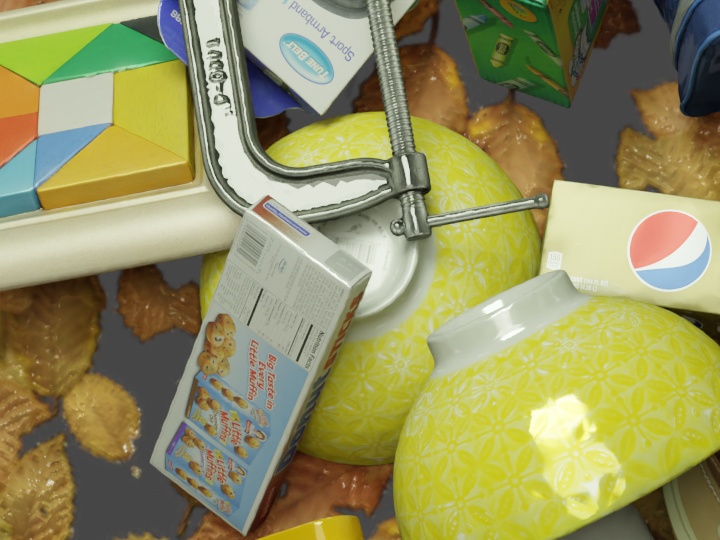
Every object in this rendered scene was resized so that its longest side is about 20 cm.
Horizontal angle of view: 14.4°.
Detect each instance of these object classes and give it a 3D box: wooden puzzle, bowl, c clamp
[{"bbox_3d":[-0.155,-0.083,1.605,0.184,0.037,0.201,-10,49,6],"label":"wooden puzzle"},{"bbox_3d":[0.000,0.000,1.563,0.199,0.108,0.201,-2,78,8],"label":"bowl"},{"bbox_3d":[-0.008,-0.103,1.519,0.170,0.027,0.201,-15,79,0],"label":"c clamp"},{"bbox_3d":[0.093,0.065,1.468,0.200,0.200,0.108,-27,93,2],"label":"bowl"}]

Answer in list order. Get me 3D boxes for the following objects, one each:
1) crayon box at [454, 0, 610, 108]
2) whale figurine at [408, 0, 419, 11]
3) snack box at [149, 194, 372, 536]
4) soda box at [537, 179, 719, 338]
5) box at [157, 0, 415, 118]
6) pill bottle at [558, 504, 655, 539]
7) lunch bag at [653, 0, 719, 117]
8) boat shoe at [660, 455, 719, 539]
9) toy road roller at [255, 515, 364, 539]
[{"bbox_3d":[0.102,-0.174,1.538,0.058,0.200,0.119,19,81,11],"label":"crayon box"},{"bbox_3d":[-0.045,-0.222,1.621,0.159,0.104,0.200,-29,78,1],"label":"whale figurine"},{"bbox_3d":[-0.056,0.054,1.532,0.072,0.200,0.024,35,42,14],"label":"snack box"},{"bbox_3d":[0.200,0.001,1.552,0.199,0.068,0.064,7,78,10],"label":"soda box"},{"bbox_3d":[-0.021,-0.181,1.573,0.119,0.041,0.200,40,82,-14],"label":"box"},{"bbox_3d":[0.148,0.231,1.486,0.114,0.114,0.200,-28,75,2],"label":"pill bottle"},{"bbox_3d":[0.227,-0.158,1.516,0.135,0.200,0.133,-14,78,0],"label":"lunch bag"},{"bbox_3d":[0.217,0.164,1.484,0.066,0.074,0.200,-35,49,13],"label":"boat shoe"},{"bbox_3d":[-0.049,0.213,1.494,0.199,0.146,0.123,-20,77,19],"label":"toy road roller"}]
